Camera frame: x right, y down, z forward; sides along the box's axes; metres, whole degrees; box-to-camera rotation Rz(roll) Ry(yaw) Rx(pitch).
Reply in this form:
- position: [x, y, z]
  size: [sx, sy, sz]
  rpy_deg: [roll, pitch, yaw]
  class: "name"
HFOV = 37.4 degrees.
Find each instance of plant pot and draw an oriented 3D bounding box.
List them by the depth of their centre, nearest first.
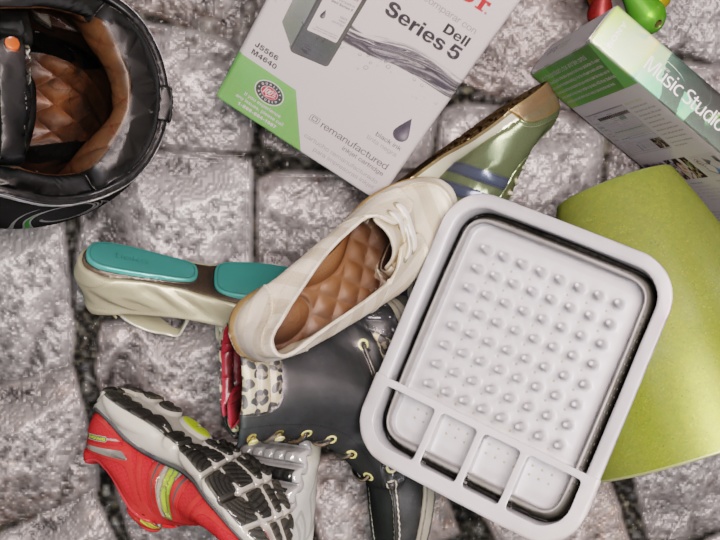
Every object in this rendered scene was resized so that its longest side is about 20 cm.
- position: [0.221, 0.032, 0.793]
  size: [0.185, 0.187, 0.202]
  rpy_deg: [-18, 82, -2]
  class: "plant pot"

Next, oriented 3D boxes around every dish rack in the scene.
- position: [0.107, 0.064, 0.730]
  size: [0.170, 0.043, 0.202]
  rpy_deg: [23, 91, 24]
  class: "dish rack"

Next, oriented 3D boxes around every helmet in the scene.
- position: [-0.241, -0.120, 0.726]
  size: [0.198, 0.190, 0.203]
  rpy_deg: [-6, 100, -39]
  class: "helmet"

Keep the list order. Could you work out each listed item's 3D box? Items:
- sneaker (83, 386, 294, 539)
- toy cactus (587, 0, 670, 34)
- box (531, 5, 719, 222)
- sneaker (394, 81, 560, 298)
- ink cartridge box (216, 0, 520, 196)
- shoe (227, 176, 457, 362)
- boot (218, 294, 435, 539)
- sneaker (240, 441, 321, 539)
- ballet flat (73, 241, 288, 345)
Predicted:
- position: [-0.132, 0.166, 0.798]
  size: [0.199, 0.077, 0.086]
  rpy_deg: [32, 105, 28]
  class: "sneaker"
- position: [0.160, -0.265, 0.773]
  size: [0.164, 0.102, 0.203]
  rpy_deg: [0, 82, -35]
  class: "toy cactus"
- position: [0.228, -0.107, 0.784]
  size: [0.199, 0.144, 0.036]
  rpy_deg: [37, 87, -7]
  class: "box"
- position: [0.084, -0.052, 0.820]
  size: [0.199, 0.067, 0.090]
  rpy_deg: [-36, 98, 5]
  class: "sneaker"
- position: [0.009, -0.173, 0.742]
  size: [0.145, 0.084, 0.200]
  rpy_deg: [32, 130, -6]
  class: "ink cartridge box"
- position: [0.000, 0.000, 0.733]
  size: [0.199, 0.053, 0.070]
  rpy_deg: [-38, 104, -22]
  class: "shoe"
- position: [-0.026, 0.125, 0.784]
  size: [0.152, 0.073, 0.206]
  rpy_deg: [-4, 93, -27]
  class: "boot"
- position: [-0.068, 0.210, 0.835]
  size: [0.081, 0.075, 0.202]
  rpy_deg: [25, 77, -47]
  class: "sneaker"
- position: [-0.120, 0.024, 0.818]
  size: [0.198, 0.069, 0.070]
  rpy_deg: [10, 95, -3]
  class: "ballet flat"
